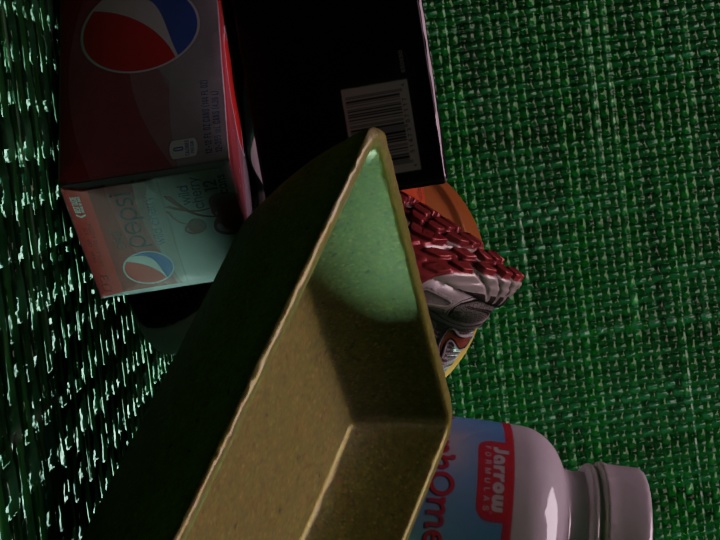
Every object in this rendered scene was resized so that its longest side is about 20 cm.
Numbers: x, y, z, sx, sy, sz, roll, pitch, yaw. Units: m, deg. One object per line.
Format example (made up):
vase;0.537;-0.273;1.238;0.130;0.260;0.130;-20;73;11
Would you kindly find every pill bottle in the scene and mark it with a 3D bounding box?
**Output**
pill bottle;0.028;0.121;0.751;0.109;0.197;0.110;-173;-90;-88

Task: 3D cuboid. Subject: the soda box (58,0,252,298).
soda box;-0.081;-0.091;0.640;0.070;0.063;0.202;80;1;-52

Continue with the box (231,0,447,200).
box;-0.017;-0.137;0.677;0.141;0.078;0.203;-74;155;-80

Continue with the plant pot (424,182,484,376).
plant pot;-0.019;-0.004;1.175;0.140;0.197;0.203;32;49;-69

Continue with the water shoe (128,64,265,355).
water shoe;-0.086;-0.051;0.711;0.079;0.071;0.201;47;25;-38

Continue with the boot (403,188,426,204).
boot;0.000;0.000;0.874;0.200;0.074;0.108;-56;132;-58

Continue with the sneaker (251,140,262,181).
sneaker;-0.064;-0.126;0.822;0.099;0.077;0.203;-22;-99;50

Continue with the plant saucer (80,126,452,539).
plant saucer;-0.032;0.080;0.592;0.201;0.047;0.201;73;35;-52

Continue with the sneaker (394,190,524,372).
sneaker;0.024;0.019;0.736;0.083;0.077;0.200;-57;170;-4
